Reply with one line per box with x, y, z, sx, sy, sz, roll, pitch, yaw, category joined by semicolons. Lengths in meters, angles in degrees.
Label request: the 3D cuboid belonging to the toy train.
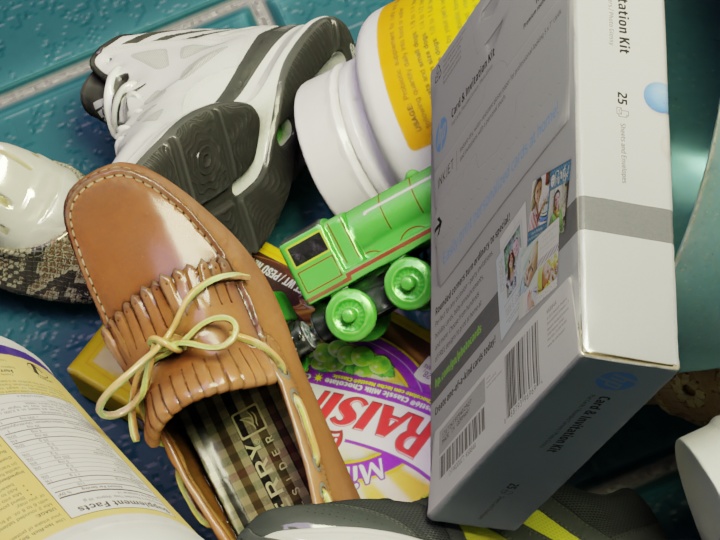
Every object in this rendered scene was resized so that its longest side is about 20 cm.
0.000;0.000;1.127;0.199;0.042;0.057;-29;83;11;toy train

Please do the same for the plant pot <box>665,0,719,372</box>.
0.160;-0.053;1.011;0.134;0.200;0.201;9;54;-15;plant pot

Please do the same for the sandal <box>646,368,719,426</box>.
0.161;0.033;1.093;0.211;0.078;0.070;-3;25;8;sandal

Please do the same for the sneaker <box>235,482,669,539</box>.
0.040;0.118;1.055;0.199;0.075;0.085;12;36;-21;sneaker

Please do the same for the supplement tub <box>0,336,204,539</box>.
-0.138;0.131;1.059;0.145;0.146;0.200;-37;50;-12;supplement tub

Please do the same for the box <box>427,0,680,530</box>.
0.068;-0.024;0.997;0.041;0.156;0.201;9;61;-16;box

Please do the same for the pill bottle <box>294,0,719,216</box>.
0.074;-0.086;1.167;0.199;0.109;0.110;-23;52;21;pill bottle

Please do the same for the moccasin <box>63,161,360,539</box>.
-0.063;0.049;1.078;0.073;0.078;0.202;-23;88;11;moccasin

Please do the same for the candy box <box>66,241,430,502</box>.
-0.024;0.054;1.167;0.200;0.026;0.102;28;71;28;candy box

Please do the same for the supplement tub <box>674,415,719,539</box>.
0.235;0.080;1.012;0.199;0.145;0.145;-24;54;-3;supplement tub

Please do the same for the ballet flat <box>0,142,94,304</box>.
-0.187;-0.039;1.238;0.199;0.075;0.068;19;62;24;ballet flat

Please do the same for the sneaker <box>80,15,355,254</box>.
-0.092;-0.053;1.212;0.115;0.076;0.201;2;30;31;sneaker
